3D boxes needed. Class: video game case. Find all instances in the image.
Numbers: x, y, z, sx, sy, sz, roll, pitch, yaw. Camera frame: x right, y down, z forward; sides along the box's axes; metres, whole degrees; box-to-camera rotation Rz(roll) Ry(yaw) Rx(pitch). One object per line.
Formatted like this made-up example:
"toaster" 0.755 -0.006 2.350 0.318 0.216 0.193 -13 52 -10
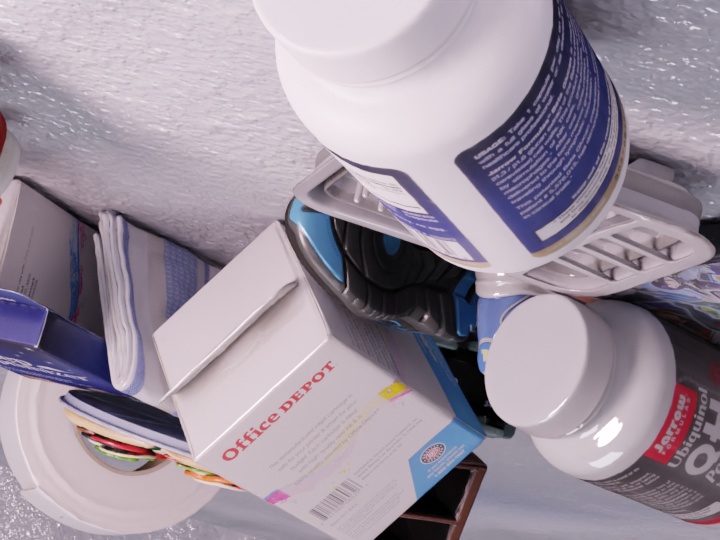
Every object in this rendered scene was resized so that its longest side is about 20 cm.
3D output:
"video game case" 0.234 0.021 1.088 0.199 0.026 0.180 22 163 -31

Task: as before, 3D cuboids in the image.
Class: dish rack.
"dish rack" 0.076 -0.043 0.952 0.198 0.044 0.171 17 166 -16

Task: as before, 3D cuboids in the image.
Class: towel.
"towel" -0.113 0.049 1.294 0.024 0.148 0.199 -30 143 28

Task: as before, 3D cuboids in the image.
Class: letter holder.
"letter holder" -0.017 0.145 1.430 0.141 0.102 0.200 12 -163 -32

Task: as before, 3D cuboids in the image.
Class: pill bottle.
"pill bottle" 0.171 0.083 1.102 0.199 0.112 0.110 24 162 -38
"pill bottle" 0.033 -0.081 0.708 0.110 0.112 0.200 6 164 24

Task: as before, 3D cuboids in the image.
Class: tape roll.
"tape roll" -0.201 0.122 1.499 0.200 0.205 0.071 18 165 -20

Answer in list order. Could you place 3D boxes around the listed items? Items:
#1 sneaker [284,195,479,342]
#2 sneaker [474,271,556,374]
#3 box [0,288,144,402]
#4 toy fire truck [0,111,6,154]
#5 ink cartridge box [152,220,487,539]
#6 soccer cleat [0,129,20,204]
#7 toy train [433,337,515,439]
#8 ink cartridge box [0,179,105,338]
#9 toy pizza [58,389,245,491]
"sneaker" 0.000 0.000 1.121 0.081 0.074 0.200 5 163 33
"sneaker" 0.138 0.054 1.194 0.075 0.078 0.199 -4 159 45
"box" -0.233 0.048 1.236 0.120 0.033 0.200 9 165 26
"toy fire truck" -0.297 -0.056 0.978 0.198 0.170 0.112 14 166 -4
"ink cartridge box" -0.036 0.074 1.210 0.200 0.128 0.126 36 -162 -41
"soccer cleat" -0.295 -0.071 1.132 0.198 0.070 0.077 4 161 41
"toy train" 0.042 0.081 1.386 0.198 0.086 0.114 14 175 -5
"ink cartridge box" -0.268 -0.002 1.328 0.143 0.085 0.200 6 164 24
"toy pizza" -0.129 0.132 1.312 0.198 0.032 0.200 18 179 0
